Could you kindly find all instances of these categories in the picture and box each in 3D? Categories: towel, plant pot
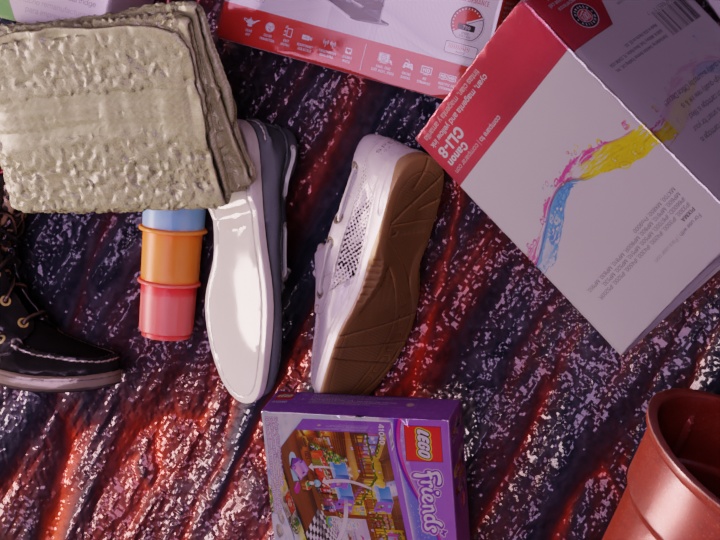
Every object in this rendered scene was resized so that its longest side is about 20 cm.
[{"bbox_3d":[-0.175,-0.109,1.431,0.199,0.036,0.149,-4,112,25],"label":"towel"},{"bbox_3d":[0.229,0.215,1.334,0.200,0.201,0.196,32,111,12],"label":"plant pot"}]

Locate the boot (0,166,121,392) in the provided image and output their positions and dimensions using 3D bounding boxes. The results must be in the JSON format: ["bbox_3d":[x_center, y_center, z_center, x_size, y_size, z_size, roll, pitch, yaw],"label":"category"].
[{"bbox_3d":[-0.262,0.003,1.524,0.199,0.073,0.152,13,99,21],"label":"boot"}]

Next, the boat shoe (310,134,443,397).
[{"bbox_3d":[0.000,0.000,1.448,0.069,0.071,0.201,33,114,39],"label":"boat shoe"}]

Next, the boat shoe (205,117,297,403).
[{"bbox_3d":[-0.069,-0.008,1.462,0.073,0.061,0.202,-1,93,48],"label":"boat shoe"}]

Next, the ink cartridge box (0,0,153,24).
[{"bbox_3d":[-0.212,-0.276,1.473,0.145,0.084,0.202,15,100,15],"label":"ink cartridge box"}]

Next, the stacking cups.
[{"bbox_3d":[-0.137,-0.050,1.483,0.060,0.060,0.202,8,97,16],"label":"stacking cups"}]

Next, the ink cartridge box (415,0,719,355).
[{"bbox_3d":[0.172,-0.080,1.319,0.200,0.145,0.145,47,132,9],"label":"ink cartridge box"}]

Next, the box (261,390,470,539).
[{"bbox_3d":[0.008,0.186,1.446,0.136,0.039,0.202,2,111,17],"label":"box"}]

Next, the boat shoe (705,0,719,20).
[{"bbox_3d":[0.267,-0.177,1.342,0.066,0.072,0.200,-38,84,12],"label":"boat shoe"}]

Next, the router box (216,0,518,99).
[{"bbox_3d":[0.015,-0.225,1.426,0.199,0.049,0.181,16,100,15],"label":"router box"}]
